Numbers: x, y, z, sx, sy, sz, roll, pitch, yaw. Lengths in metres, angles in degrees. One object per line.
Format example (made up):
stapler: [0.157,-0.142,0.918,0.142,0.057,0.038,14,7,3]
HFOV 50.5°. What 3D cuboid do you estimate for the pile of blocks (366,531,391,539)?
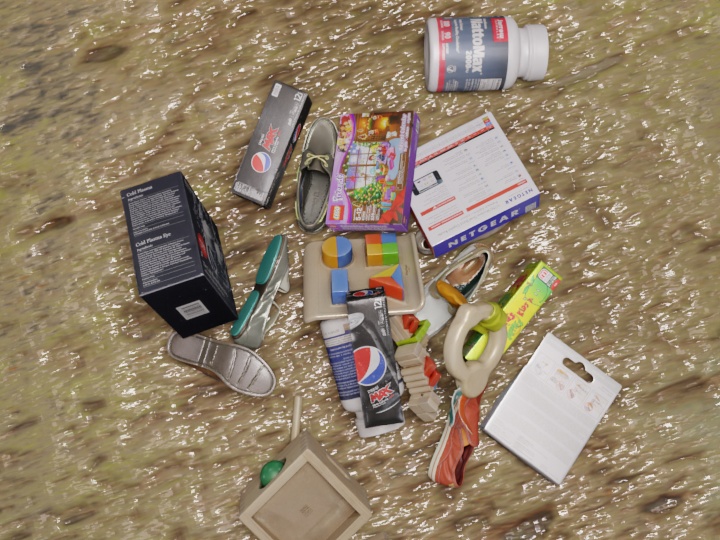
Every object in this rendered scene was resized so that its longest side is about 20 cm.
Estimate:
pile of blocks: [0.003,0.533,1.295,0.062,0.082,0.201,30,100,-41]

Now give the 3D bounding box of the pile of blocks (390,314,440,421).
pile of blocks: [0.103,0.141,1.240,0.081,0.062,0.203,-18,90,-45]

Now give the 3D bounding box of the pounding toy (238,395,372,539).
pounding toy: [-0.098,0.355,1.270,0.184,0.142,0.200,-44,99,-1]

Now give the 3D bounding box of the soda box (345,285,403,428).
soda box: [0.021,0.132,1.168,0.062,0.071,0.203,-9,100,0]

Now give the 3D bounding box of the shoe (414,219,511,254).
shoe: [0.185,-0.079,1.310,0.198,0.053,0.071,-26,88,-1]

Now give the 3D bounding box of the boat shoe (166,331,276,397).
boat shoe: [-0.230,0.154,1.299,0.198,0.068,0.073,27,80,3]

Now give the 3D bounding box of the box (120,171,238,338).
box: [-0.283,-0.020,1.212,0.103,0.200,0.184,-18,67,-1]

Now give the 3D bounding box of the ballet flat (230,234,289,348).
ballet flat: [-0.157,0.038,1.309,0.063,0.067,0.202,28,82,-28]

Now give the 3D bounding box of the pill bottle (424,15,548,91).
pill bottle: [0.209,-0.366,1.288,0.196,0.120,0.122,-2,88,0]

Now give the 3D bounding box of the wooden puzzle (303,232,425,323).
wooden puzzle: [0.000,0.000,1.256,0.196,0.187,0.047,-7,132,2]

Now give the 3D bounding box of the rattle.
rattle: [0.143,0.135,1.204,0.141,0.129,0.203,19,107,32]

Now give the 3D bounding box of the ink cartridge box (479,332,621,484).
ink cartridge box: [0.325,0.236,1.307,0.162,0.057,0.201,35,80,1]

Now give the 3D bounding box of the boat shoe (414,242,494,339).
boat shoe: [0.150,0.035,1.297,0.074,0.068,0.201,37,92,-1]

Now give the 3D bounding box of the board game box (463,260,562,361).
board game box: [0.248,0.079,1.281,0.047,0.102,0.201,38,89,3]

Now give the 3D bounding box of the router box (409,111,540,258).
router box: [0.171,-0.145,1.280,0.198,0.049,0.181,-25,65,1]

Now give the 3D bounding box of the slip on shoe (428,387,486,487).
slip on shoe: [0.176,0.270,1.283,0.061,0.074,0.203,22,94,31]

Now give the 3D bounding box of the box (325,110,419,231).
box: [0.022,-0.166,1.278,0.135,0.039,0.203,1,74,21]

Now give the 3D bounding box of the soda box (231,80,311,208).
soda box: [-0.150,-0.212,1.298,0.063,0.071,0.203,22,90,3]

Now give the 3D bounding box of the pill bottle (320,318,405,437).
pill bottle: [0.009,0.167,1.274,0.109,0.111,0.203,-16,88,0]

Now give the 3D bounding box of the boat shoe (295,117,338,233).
boat shoe: [-0.073,-0.166,1.310,0.071,0.060,0.205,8,88,0]
